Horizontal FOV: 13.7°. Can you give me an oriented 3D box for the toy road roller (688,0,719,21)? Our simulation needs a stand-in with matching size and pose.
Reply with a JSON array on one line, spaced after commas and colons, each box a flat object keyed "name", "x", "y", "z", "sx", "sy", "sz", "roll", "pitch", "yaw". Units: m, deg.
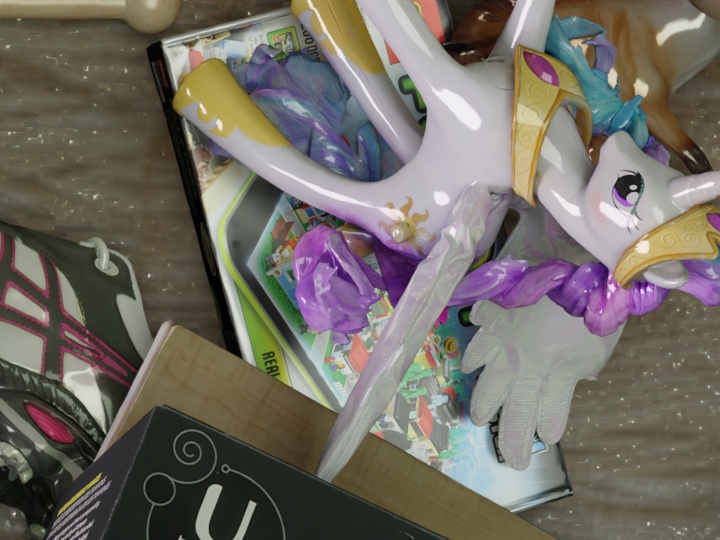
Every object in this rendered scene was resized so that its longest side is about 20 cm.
[{"name": "toy road roller", "x": 0.068, "y": -0.150, "z": 1.042, "sx": 0.146, "sy": 0.200, "sz": 0.123, "roll": -35, "pitch": 138, "yaw": 1}]

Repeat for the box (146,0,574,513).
[{"name": "box", "x": 0.000, "y": 0.000, "z": 1.103, "sx": 0.109, "sy": 0.035, "sz": 0.201, "roll": -16, "pitch": 94, "yaw": -11}]

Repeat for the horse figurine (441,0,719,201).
[{"name": "horse figurine", "x": 0.132, "y": -0.081, "z": 1.121, "sx": 0.199, "sy": 0.050, "sz": 0.133, "roll": -34, "pitch": 101, "yaw": -11}]

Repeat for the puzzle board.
[{"name": "puzzle board", "x": -0.022, "y": 0.129, "z": 1.061, "sx": 0.199, "sy": 0.017, "sz": 0.151, "roll": 30, "pitch": 82, "yaw": -23}]

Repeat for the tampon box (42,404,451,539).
[{"name": "tampon box", "x": -0.050, "y": 0.172, "z": 0.935, "sx": 0.149, "sy": 0.126, "sz": 0.201, "roll": 26, "pitch": 66, "yaw": -10}]

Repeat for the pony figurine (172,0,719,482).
[{"name": "pony figurine", "x": 0.030, "y": -0.020, "z": 1.011, "sx": 0.200, "sy": 0.193, "sz": 0.166, "roll": 46, "pitch": 39, "yaw": 18}]

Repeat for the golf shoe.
[{"name": "golf shoe", "x": -0.133, "y": 0.011, "z": 1.067, "sx": 0.088, "sy": 0.077, "sz": 0.200, "roll": -45, "pitch": 103, "yaw": -26}]

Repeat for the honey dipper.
[{"name": "honey dipper", "x": -0.162, "y": -0.095, "z": 1.069, "sx": 0.199, "sy": 0.038, "sz": 0.038, "roll": 0, "pitch": 91, "yaw": -13}]
